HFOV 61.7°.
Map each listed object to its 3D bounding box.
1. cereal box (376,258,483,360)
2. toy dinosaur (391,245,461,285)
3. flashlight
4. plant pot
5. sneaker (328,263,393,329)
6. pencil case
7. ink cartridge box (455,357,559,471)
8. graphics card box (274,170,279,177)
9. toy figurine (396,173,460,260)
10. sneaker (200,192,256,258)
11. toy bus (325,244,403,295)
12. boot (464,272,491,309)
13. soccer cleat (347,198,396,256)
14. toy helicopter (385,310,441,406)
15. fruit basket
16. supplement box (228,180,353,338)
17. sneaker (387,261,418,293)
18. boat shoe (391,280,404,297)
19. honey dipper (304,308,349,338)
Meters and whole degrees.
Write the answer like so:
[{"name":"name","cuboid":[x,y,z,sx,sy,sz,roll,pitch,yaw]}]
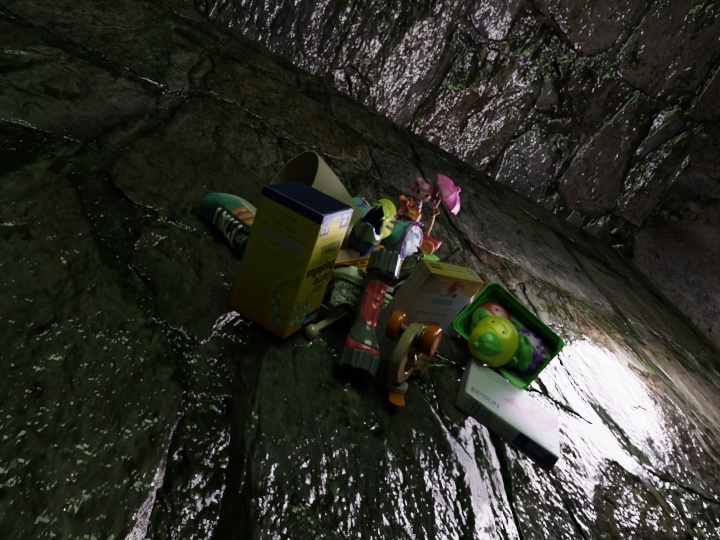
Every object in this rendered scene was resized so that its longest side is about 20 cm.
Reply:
[{"name":"cereal box","cuboid":[0.102,0.074,1.022,0.142,0.201,0.040,8,36,-43]},{"name":"toy dinosaur","cuboid":[0.089,-0.007,1.119,0.088,0.197,0.048,-97,166,-77]},{"name":"flashlight","cuboid":[0.020,0.064,0.955,0.066,0.203,0.068,13,-17,14]},{"name":"plant pot","cuboid":[-0.076,-0.104,1.215,0.199,0.187,0.188,35,17,-32]},{"name":"sneaker","cuboid":[0.010,0.073,1.052,0.199,0.090,0.076,39,-22,-31]},{"name":"pencil case","cuboid":[0.040,-0.094,1.311,0.198,0.094,0.085,29,4,34]},{"name":"ink cartridge box","cuboid":[0.275,0.246,1.113,0.195,0.044,0.200,34,24,4]},{"name":"graphics card box","cuboid":[-0.106,-0.159,1.425,0.197,0.051,0.126,15,28,-35]},{"name":"toy figurine","cuboid":[0.144,-0.138,1.389,0.198,0.187,0.150,29,12,9]},{"name":"sneaker","cuboid":[-0.212,-0.073,1.082,0.198,0.072,0.080,30,26,6]},{"name":"toy bus","cuboid":[0.000,0.000,1.169,0.198,0.065,0.080,-10,73,-46]},{"name":"boot","cuboid":[0.234,0.036,1.454,0.198,0.069,0.190,27,35,-25]},{"name":"soccer cleat","cuboid":[0.036,-0.100,1.172,0.064,0.084,0.201,32,35,3]},{"name":"toy helicopter","cuboid":[0.083,0.152,0.981,0.078,0.134,0.200,20,-7,20]},{"name":"fruit basket","cuboid":[0.286,0.130,1.206,0.216,0.155,0.216,46,-4,4]},{"name":"supplement box","cuboid":[-0.106,-0.020,0.924,0.108,0.203,0.109,26,21,17]},{"name":"sneaker","cuboid":[0.095,0.004,1.305,0.197,0.088,0.074,21,24,-25]},{"name":"boat shoe","cuboid":[0.085,0.059,1.138,0.071,0.063,0.200,52,-17,4]},{"name":"honey dipper","cuboid":[-0.039,0.078,1.047,0.038,0.038,0.199,37,24,14]}]
